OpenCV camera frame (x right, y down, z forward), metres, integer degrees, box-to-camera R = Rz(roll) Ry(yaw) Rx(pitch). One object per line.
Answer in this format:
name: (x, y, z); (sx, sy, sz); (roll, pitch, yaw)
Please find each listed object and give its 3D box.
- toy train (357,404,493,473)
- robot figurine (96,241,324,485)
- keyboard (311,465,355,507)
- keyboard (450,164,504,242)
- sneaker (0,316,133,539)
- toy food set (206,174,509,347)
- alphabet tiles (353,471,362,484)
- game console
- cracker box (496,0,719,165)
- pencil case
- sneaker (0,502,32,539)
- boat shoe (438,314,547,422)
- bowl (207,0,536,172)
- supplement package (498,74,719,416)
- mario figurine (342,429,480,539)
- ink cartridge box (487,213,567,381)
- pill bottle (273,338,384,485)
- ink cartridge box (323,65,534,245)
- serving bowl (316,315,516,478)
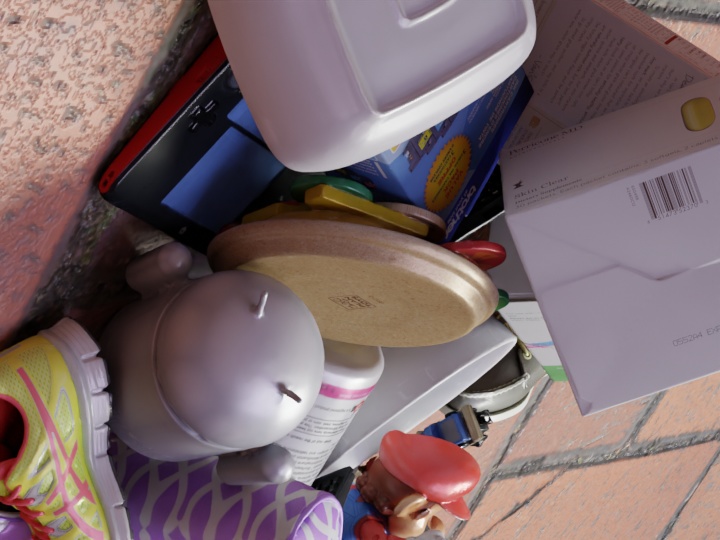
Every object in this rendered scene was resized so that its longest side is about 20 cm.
toy train: (0.026, 0.155, 2.002); (0.200, 0.034, 0.046); (-33, 160, 35)
robot figurine: (-0.097, 0.062, 1.621); (0.113, 0.170, 0.200); (-34, -172, -31)
keyboard: (-0.086, 0.214, 1.853); (0.200, 0.021, 0.127); (-28, -149, 46)
keyboard: (0.074, -0.065, 1.810); (0.200, 0.104, 0.040); (-32, 114, -5)
sneaker: (-0.205, 0.133, 1.620); (0.090, 0.078, 0.200); (-17, 108, -31)
toy food set: (0.000, 0.000, 1.646); (0.200, 0.198, 0.049); (22, 67, -29)
alphabet tiles: (-0.077, 0.240, 2.010); (0.200, 0.008, 0.167); (-29, 155, -8)
game console: (-0.065, -0.088, 1.623); (0.177, 0.031, 0.200); (-51, 153, 4)
cracker box: (0.155, -0.117, 1.725); (0.134, 0.200, 0.058); (-59, 170, 22)
pencil case: (-0.104, 0.167, 1.695); (0.084, 0.200, 0.086); (-60, 150, -26)
sneaker: (-0.226, 0.198, 1.719); (0.114, 0.073, 0.200); (-53, 154, 2)
boat shoe: (0.132, 0.064, 2.085); (0.202, 0.072, 0.060); (-30, 147, -45)
bowl: (0.015, -0.169, 1.470); (0.200, 0.075, 0.200); (-30, 112, -28)
supplement package: (0.209, -0.024, 1.639); (0.200, 0.111, 0.156); (-19, 113, 8)
mario figurine: (0.009, 0.205, 1.890); (0.200, 0.124, 0.106); (-35, 157, 4)
ink cartridge box: (0.162, -0.014, 1.930); (0.200, 0.087, 0.146); (46, 44, -62)
pill bottle: (-0.078, 0.115, 1.780); (0.113, 0.113, 0.200); (-4, 130, -55)
ink cartridge box: (0.038, -0.105, 1.634); (0.137, 0.076, 0.200); (-60, 154, -13)
serving bowl: (0.021, 0.085, 1.915); (0.200, 0.066, 0.200); (-34, 172, -5)
